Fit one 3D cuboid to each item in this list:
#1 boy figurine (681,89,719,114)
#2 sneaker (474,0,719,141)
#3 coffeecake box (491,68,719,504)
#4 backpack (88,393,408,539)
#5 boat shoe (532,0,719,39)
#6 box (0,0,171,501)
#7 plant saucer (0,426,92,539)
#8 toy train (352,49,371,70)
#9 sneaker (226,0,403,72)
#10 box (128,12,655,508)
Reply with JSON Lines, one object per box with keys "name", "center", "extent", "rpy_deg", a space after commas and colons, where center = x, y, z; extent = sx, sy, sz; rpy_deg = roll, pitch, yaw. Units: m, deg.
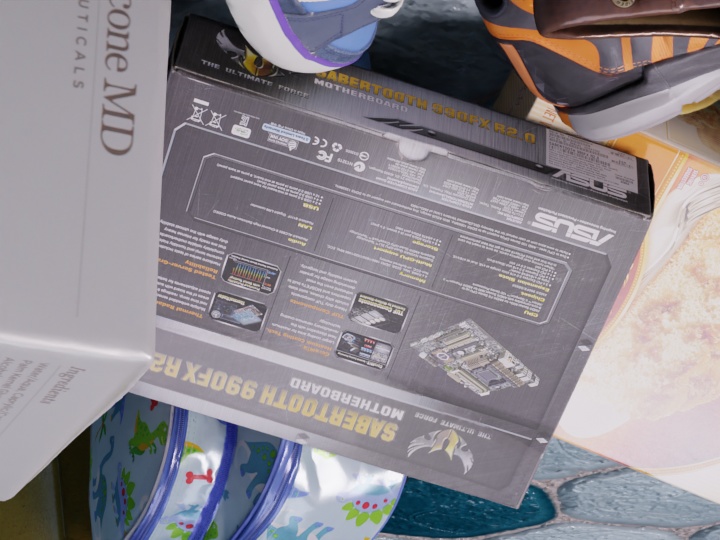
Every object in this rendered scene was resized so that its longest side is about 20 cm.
{"name": "boy figurine", "center": [0.205, -0.089, 0.892], "extent": [0.199, 0.065, 0.124], "rpy_deg": [6, 161, -19]}
{"name": "sneaker", "center": [0.127, -0.126, 0.785], "extent": [0.200, 0.078, 0.112], "rpy_deg": [-29, 128, 24]}
{"name": "coffeecake box", "center": [0.134, 0.005, 0.960], "extent": [0.199, 0.073, 0.154], "rpy_deg": [22, 120, -9]}
{"name": "backpack", "center": [-0.062, 0.094, 1.201], "extent": [0.146, 0.184, 0.200], "rpy_deg": [16, 140, -26]}
{"name": "boat shoe", "center": [0.151, -0.086, 0.711], "extent": [0.199, 0.072, 0.072], "rpy_deg": [8, 168, -11]}
{"name": "box", "center": [-0.183, -0.035, 0.860], "extent": [0.171, 0.200, 0.200], "rpy_deg": [10, 156, -23]}
{"name": "plant saucer", "center": [-0.131, 0.132, 1.314], "extent": [0.199, 0.201, 0.049], "rpy_deg": [13, 133, -28]}
{"name": "toy train", "center": [-0.031, -0.034, 1.020], "extent": [0.114, 0.087, 0.200], "rpy_deg": [1, 158, -24]}
{"name": "sneaker", "center": [0.024, -0.134, 0.761], "extent": [0.146, 0.081, 0.200], "rpy_deg": [0, 153, 15]}
{"name": "box", "center": [0.000, 0.000, 0.895], "extent": [0.199, 0.048, 0.159], "rpy_deg": [17, 124, -5]}
